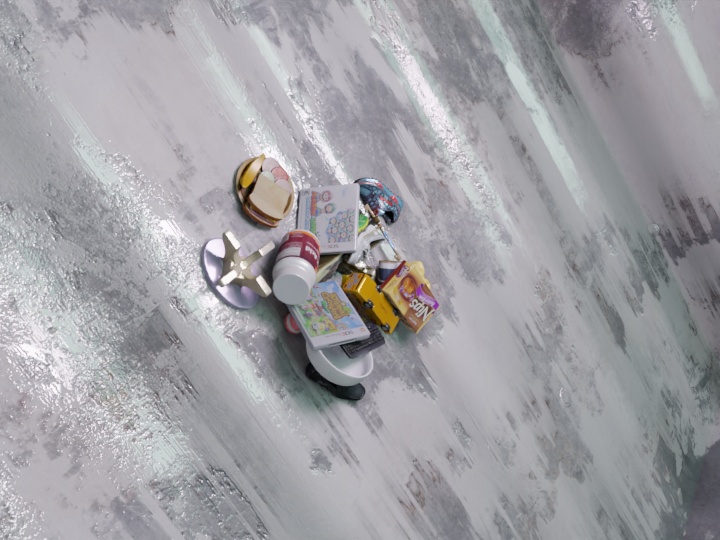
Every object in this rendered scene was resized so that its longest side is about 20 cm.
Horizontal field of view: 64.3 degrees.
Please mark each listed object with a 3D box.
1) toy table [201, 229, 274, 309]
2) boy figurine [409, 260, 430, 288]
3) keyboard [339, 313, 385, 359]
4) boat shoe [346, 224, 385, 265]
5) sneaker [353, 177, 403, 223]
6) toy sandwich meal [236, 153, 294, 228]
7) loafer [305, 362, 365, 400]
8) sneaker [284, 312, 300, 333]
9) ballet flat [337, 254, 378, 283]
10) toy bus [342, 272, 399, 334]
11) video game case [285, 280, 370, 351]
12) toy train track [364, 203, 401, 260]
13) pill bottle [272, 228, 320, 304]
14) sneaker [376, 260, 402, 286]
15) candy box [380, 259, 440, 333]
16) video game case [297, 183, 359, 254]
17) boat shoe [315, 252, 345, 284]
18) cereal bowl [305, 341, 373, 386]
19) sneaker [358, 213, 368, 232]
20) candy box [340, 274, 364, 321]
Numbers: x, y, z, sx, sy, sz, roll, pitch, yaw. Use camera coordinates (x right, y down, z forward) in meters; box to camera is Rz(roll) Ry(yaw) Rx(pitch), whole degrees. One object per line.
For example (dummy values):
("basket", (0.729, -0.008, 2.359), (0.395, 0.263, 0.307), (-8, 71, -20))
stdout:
("toy table", (-0.303, -0.004, 1.440), (0.200, 0.116, 0.185), (47, 53, -18))
("boy figurine", (0.173, 0.070, 1.792), (0.123, 0.064, 0.204), (-26, 117, -39))
("keyboard", (-0.010, 0.169, 1.565), (0.127, 0.021, 0.199), (49, 26, 16))
("boat shoe", (0.017, -0.070, 1.669), (0.064, 0.075, 0.202), (31, 30, 4))
("sneaker", (0.056, -0.218, 1.815), (0.198, 0.079, 0.097), (29, 63, -29))
("toy sandwich meal", (-0.252, -0.224, 1.570), (0.203, 0.070, 0.209), (12, 71, -36))
("loafer", (-0.059, 0.307, 1.580), (0.199, 0.070, 0.069), (33, 62, -28))
("sneaker", (-0.113, 0.113, 1.580), (0.199, 0.086, 0.075), (-33, 99, -40))
("ballet flat", (0.000, 0.000, 1.710), (0.199, 0.075, 0.069), (32, 58, -29))
("toy bus", (0.034, 0.097, 1.638), (0.201, 0.077, 0.066), (54, 55, -36))
("video game case", (-0.093, 0.113, 1.507), (0.180, 0.022, 0.201), (-7, 49, -37))
("toy train track", (0.062, -0.112, 1.780), (0.032, 0.115, 0.202), (-34, 92, -4))
("pill bottle", (-0.167, -0.011, 1.497), (0.114, 0.114, 0.201), (40, 28, -23))
("sneaker", (0.095, 0.025, 1.762), (0.200, 0.069, 0.111), (-2, 96, -72))
("candy box", (0.147, 0.080, 1.695), (0.117, 0.056, 0.201), (-46, 128, -13))
("video game case", (-0.093, -0.144, 1.622), (0.024, 0.178, 0.204), (45, 44, -66))
("boat shoe", (-0.108, -0.002, 1.620), (0.201, 0.071, 0.067), (-45, 135, -22))
("cereal bowl", (-0.066, 0.225, 1.519), (0.198, 0.084, 0.201), (30, 29, -18))
("sneaker", (-0.051, -0.137, 1.707), (0.199, 0.073, 0.085), (-28, 99, -40))
("candy box", (-0.026, 0.121, 1.651), (0.101, 0.026, 0.204), (15, 82, -48))
